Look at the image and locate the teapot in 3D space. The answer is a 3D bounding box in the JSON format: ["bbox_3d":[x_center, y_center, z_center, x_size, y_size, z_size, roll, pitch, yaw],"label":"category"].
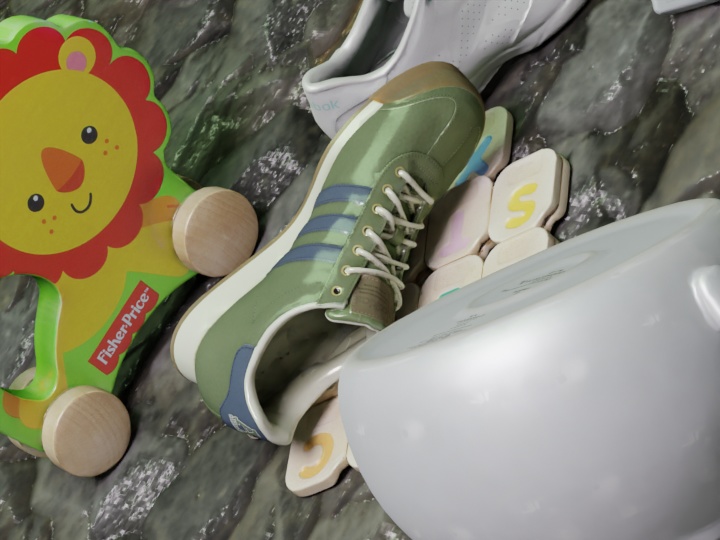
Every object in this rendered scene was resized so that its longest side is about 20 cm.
[{"bbox_3d":[0.097,0.068,1.145,0.196,0.147,0.200,-24,4,7],"label":"teapot"}]

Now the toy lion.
[{"bbox_3d":[-0.162,-0.022,1.499,0.069,0.191,0.201,18,74,56],"label":"toy lion"}]

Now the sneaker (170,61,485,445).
[{"bbox_3d":[0.000,0.000,1.377,0.200,0.067,0.090,-48,40,6],"label":"sneaker"}]

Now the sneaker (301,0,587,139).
[{"bbox_3d":[0.050,-0.142,1.435,0.200,0.088,0.075,-51,50,-3],"label":"sneaker"}]

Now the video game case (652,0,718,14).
[{"bbox_3d":[0.201,-0.209,1.321,0.199,0.018,0.144,-14,84,44],"label":"video game case"}]

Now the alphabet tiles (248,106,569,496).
[{"bbox_3d":[0.018,0.011,1.410,0.199,0.015,0.196,-24,42,36],"label":"alphabet tiles"}]
